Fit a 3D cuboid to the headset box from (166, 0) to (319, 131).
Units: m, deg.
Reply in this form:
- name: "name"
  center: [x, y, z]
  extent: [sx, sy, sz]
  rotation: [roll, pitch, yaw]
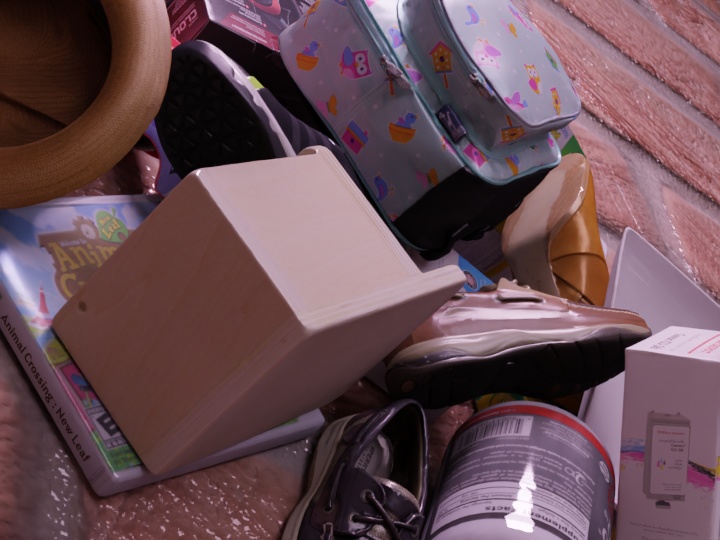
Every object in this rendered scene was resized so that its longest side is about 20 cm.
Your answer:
- name: "headset box"
  center: [-0.095, -0.191, 1.137]
  extent: [0.148, 0.075, 0.201]
  rotation: [22, 37, -40]

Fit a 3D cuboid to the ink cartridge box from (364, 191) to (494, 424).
- name: "ink cartridge box"
  center: [0.000, 0.000, 1.036]
  extent: [0.200, 0.068, 0.116]
  rotation: [39, 28, -17]

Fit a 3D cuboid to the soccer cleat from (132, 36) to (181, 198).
- name: "soccer cleat"
  center: [-0.144, -0.122, 0.992]
  extent: [0.200, 0.076, 0.067]
  rotation: [47, 1, 42]

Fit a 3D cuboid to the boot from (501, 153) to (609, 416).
- name: "boot"
  center: [0.171, 0.023, 1.133]
  extent: [0.144, 0.071, 0.202]
  rotation: [44, 46, -29]

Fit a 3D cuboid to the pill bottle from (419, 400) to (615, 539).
- name: "pill bottle"
  center: [0.091, 0.176, 0.889]
  extent: [0.116, 0.116, 0.200]
  rotation: [43, 28, -10]

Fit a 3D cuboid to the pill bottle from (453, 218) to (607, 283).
- name: "pill bottle"
  center: [0.104, -0.056, 1.212]
  extent: [0.200, 0.112, 0.112]
  rotation: [40, 28, -14]

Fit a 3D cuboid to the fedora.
- name: "fedora"
  center: [-0.196, -0.111, 0.839]
  extent: [0.201, 0.200, 0.082]
  rotation: [60, -5, 22]

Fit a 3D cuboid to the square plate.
- name: "square plate"
  center: [0.225, 0.102, 1.095]
  extent: [0.198, 0.028, 0.201]
  rotation: [36, 59, -34]

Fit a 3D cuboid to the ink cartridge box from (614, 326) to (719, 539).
- name: "ink cartridge box"
  center: [0.216, 0.105, 0.972]
  extent: [0.116, 0.067, 0.201]
  rotation: [-11, 106, -64]

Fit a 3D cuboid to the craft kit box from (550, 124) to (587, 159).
- name: "craft kit box"
  center: [0.091, -0.166, 1.268]
  extent: [0.197, 0.049, 0.200]
  rotation: [42, 0, 27]

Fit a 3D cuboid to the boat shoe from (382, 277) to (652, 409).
- name: "boat shoe"
  center: [0.101, 0.038, 0.973]
  extent: [0.199, 0.076, 0.074]
  rotation: [-2, 54, -29]

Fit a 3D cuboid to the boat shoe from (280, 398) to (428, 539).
- name: "boat shoe"
  center: [0.004, 0.144, 0.858]
  extent: [0.072, 0.065, 0.200]
  rotation: [41, 29, -15]

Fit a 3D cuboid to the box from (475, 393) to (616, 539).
- name: "box"
  center: [0.153, 0.158, 1.078]
  extent: [0.117, 0.048, 0.201]
  rotation: [25, 34, -39]

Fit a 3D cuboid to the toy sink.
- name: "toy sink"
  center: [-0.052, 0.013, 0.833]
  extent: [0.112, 0.130, 0.200]
  rotation: [53, 28, 12]

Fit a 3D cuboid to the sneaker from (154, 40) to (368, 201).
- name: "sneaker"
  center: [-0.053, -0.063, 0.918]
  extent: [0.200, 0.071, 0.083]
  rotation: [52, 28, -21]

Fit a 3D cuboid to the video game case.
- name: "video game case"
  center: [-0.125, 0.033, 0.863]
  extent: [0.183, 0.022, 0.200]
  rotation: [56, 29, 16]

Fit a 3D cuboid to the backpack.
- name: "backpack"
  center: [0.047, -0.132, 1.046]
  extent: [0.200, 0.153, 0.176]
  rotation: [48, 29, 10]
